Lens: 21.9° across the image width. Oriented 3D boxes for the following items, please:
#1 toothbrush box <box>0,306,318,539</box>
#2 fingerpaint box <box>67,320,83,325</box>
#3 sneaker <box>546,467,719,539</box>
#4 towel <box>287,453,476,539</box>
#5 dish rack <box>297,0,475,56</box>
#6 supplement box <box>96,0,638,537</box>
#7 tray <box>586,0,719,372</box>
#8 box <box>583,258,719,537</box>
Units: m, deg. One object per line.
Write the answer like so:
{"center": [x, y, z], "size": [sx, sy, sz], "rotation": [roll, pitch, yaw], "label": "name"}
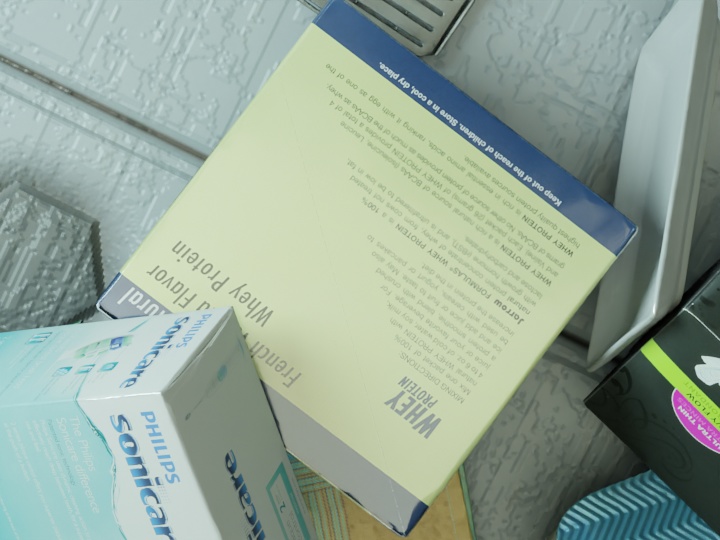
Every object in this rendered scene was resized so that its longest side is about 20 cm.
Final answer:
{"center": [-0.141, 0.108, 0.925], "size": [0.200, 0.085, 0.146], "rotation": [-7, 115, 27], "label": "toothbrush box"}
{"center": [-0.200, 0.153, 1.064], "size": [0.167, 0.073, 0.200], "rotation": [-23, 97, 2], "label": "fingerpaint box"}
{"center": [0.192, 0.145, 1.066], "size": [0.200, 0.081, 0.077], "rotation": [-11, 67, -18], "label": "sneaker"}
{"center": [-0.010, 0.132, 1.068], "size": [0.147, 0.022, 0.200], "rotation": [-12, 89, -4], "label": "towel"}
{"center": [0.031, -0.225, 1.024], "size": [0.153, 0.055, 0.200], "rotation": [33, 97, -4], "label": "dish rack"}
{"center": [0.000, 0.000, 0.995], "size": [0.200, 0.134, 0.200], "rotation": [37, 86, -2], "label": "supplement box"}
{"center": [0.159, -0.050, 0.984], "size": [0.022, 0.107, 0.200], "rotation": [14, 70, -6], "label": "tray"}
{"center": [0.248, 0.078, 0.983], "size": [0.200, 0.149, 0.124], "rotation": [44, 63, 7], "label": "box"}
